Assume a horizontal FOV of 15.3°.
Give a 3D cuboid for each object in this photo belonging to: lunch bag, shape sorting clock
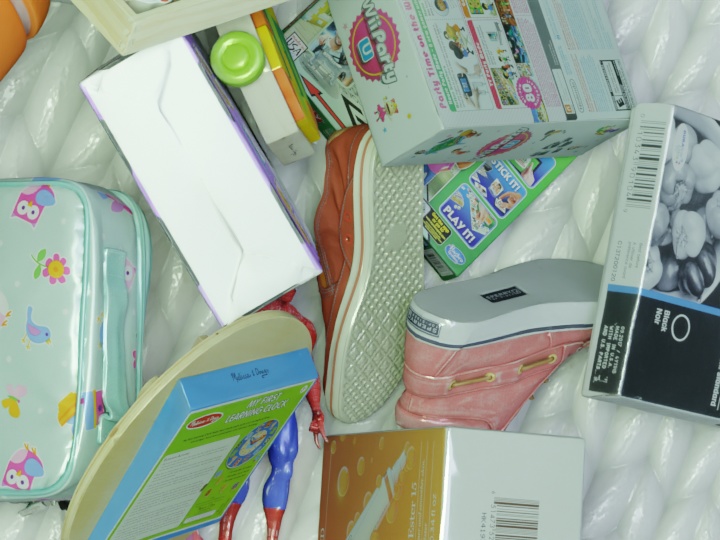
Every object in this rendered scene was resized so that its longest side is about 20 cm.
[{"bbox_3d":[-0.201,0.046,1.609,0.077,0.159,0.202,13,77,-61],"label":"lunch bag"},{"bbox_3d":[-0.103,0.103,1.576,0.200,0.200,0.039,-38,69,-21],"label":"shape sorting clock"}]

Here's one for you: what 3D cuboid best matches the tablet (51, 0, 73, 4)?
[{"bbox_3d":[-0.181,-0.234,1.701,0.199,0.014,0.131,6,105,-22],"label":"tablet"}]

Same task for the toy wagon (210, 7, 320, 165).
[{"bbox_3d":[-0.079,-0.166,1.669,0.039,0.155,0.201,-21,78,4],"label":"toy wagon"}]

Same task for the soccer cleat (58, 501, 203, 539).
[{"bbox_3d":[-0.125,0.166,1.682,0.073,0.068,0.200,-40,98,-24],"label":"soccer cleat"}]

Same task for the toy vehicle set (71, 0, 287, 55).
[{"bbox_3d":[-0.100,-0.200,1.571,0.199,0.027,0.124,-24,62,-41],"label":"toy vehicle set"}]

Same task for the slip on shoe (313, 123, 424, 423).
[{"bbox_3d":[0.000,0.000,1.747,0.074,0.061,0.202,-9,107,-44],"label":"slip on shoe"}]

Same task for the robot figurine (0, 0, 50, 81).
[{"bbox_3d":[-0.259,-0.142,1.568,0.200,0.116,0.144,-54,127,-21],"label":"robot figurine"}]

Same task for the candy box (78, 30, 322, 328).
[{"bbox_3d":[-0.096,-0.064,1.637,0.071,0.200,0.168,-30,97,1],"label":"candy box"}]

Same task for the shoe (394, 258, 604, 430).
[{"bbox_3d":[0.104,0.053,1.789,0.199,0.071,0.092,-10,121,-40],"label":"shoe"}]

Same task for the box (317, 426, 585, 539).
[{"bbox_3d":[0.052,0.165,1.681,0.097,0.200,0.125,6,82,-21],"label":"box"}]

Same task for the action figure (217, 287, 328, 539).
[{"bbox_3d":[-0.058,0.093,1.727,0.065,0.052,0.202,8,80,-18],"label":"action figure"}]

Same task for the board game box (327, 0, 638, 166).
[{"bbox_3d":[0.079,-0.150,1.744,0.199,0.064,0.149,-5,72,-46],"label":"board game box"}]

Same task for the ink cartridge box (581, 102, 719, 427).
[{"bbox_3d":[0.243,0.004,1.817,0.199,0.043,0.200,14,85,-43],"label":"ink cartridge box"}]

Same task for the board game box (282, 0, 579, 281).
[{"bbox_3d":[0.042,-0.113,1.795,0.135,0.029,0.200,-44,102,-19],"label":"board game box"}]
